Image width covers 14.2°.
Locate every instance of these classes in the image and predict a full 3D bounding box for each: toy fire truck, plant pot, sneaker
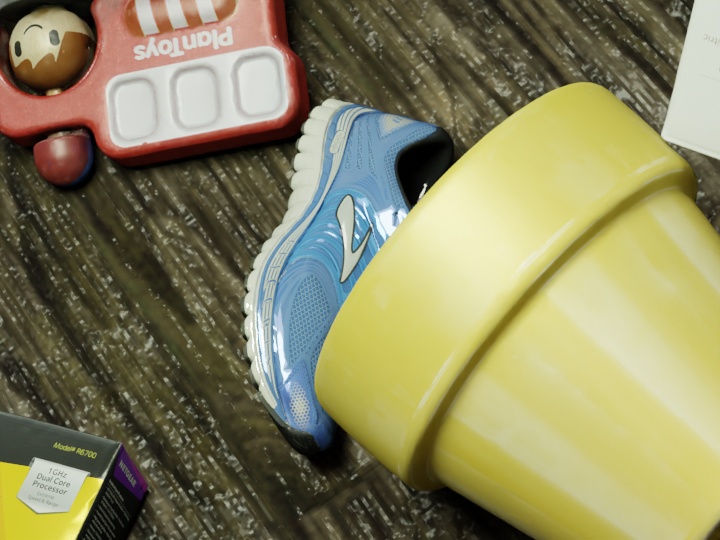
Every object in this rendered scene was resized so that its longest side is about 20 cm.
[{"bbox_3d":[-0.133,-0.136,1.569,0.199,0.112,0.169,-11,75,13],"label":"toy fire truck"},{"bbox_3d":[0.113,0.048,1.325,0.189,0.201,0.201,42,77,17],"label":"plant pot"},{"bbox_3d":[0.000,0.000,1.449,0.089,0.079,0.201,3,60,22],"label":"sneaker"}]

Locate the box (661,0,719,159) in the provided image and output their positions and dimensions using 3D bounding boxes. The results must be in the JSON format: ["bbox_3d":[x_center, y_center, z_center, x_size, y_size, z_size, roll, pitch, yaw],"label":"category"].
[{"bbox_3d":[0.278,-0.101,1.329,0.199,0.199,0.131,22,109,28],"label":"box"}]

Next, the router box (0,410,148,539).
[{"bbox_3d":[-0.227,0.138,1.451,0.199,0.051,0.150,12,62,24],"label":"router box"}]
